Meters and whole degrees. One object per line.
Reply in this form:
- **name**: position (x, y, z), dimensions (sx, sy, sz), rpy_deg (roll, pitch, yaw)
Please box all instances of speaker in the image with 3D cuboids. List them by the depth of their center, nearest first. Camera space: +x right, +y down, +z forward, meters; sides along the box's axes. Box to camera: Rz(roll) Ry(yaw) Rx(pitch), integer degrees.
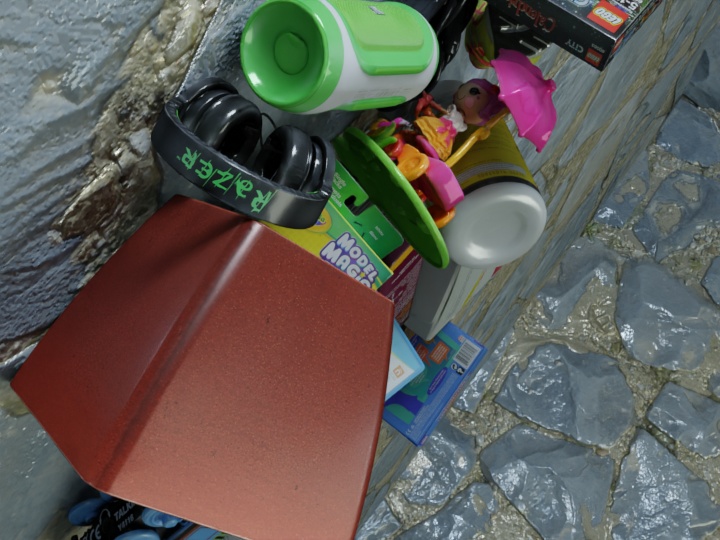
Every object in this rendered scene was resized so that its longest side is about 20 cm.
- **speaker**: position (-0.009, -0.166, 0.699), dimensions (0.199, 0.088, 0.089), rpy_deg (-25, 146, -61)

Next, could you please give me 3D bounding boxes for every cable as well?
- **cable**: position (0.082, -0.238, 0.874), dimensions (0.201, 0.051, 0.163), rpy_deg (-54, 168, -10)

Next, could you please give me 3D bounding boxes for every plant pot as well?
- **plant pot**: position (-0.092, 0.061, 0.633), dimensions (0.199, 0.199, 0.178), rpy_deg (31, 83, -35)

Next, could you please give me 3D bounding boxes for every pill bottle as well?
- **pill bottle**: position (0.113, -0.108, 0.955), dimensions (0.110, 0.202, 0.113), rpy_deg (-9, 139, -8)

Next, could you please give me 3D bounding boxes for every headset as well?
- **headset**: position (-0.080, -0.070, 0.639), dimensions (0.095, 0.122, 0.200), rpy_deg (-59, -177, 18)

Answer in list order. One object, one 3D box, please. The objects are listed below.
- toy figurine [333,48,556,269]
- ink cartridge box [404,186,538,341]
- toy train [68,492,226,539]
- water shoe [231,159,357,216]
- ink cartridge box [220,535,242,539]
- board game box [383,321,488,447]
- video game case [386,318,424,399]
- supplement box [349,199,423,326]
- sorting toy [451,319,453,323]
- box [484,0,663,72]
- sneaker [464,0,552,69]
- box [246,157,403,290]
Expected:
- **toy figurine**: position (0.090, -0.125, 0.836), dimensions (0.183, 0.200, 0.151), rpy_deg (-37, 119, -6)
- **ink cartridge box**: position (0.098, -0.046, 1.136), dimensions (0.200, 0.145, 0.146), rpy_deg (-41, 159, -41)
- **toy train**: position (-0.190, 0.232, 0.856), dimensions (0.200, 0.087, 0.114), rpy_deg (-42, 139, 24)
- **water shoe**: position (-0.079, -0.021, 0.795), dimensions (0.201, 0.079, 0.072), rpy_deg (-53, 163, -7)
- **ink cartridge box**: position (-0.126, 0.291, 0.967), dimensions (0.199, 0.085, 0.146), rpy_deg (-30, -179, 36)
- **board game box**: position (0.041, 0.104, 1.174), dimensions (0.153, 0.199, 0.045), rpy_deg (-54, 165, 1)
- **video game case**: position (-0.054, 0.093, 0.823), dimensions (0.199, 0.144, 0.018), rpy_deg (-37, -163, -12)
- **supplement box**: position (0.000, 0.000, 1.008), dimensions (0.086, 0.110, 0.201), rpy_deg (-45, 161, -28)
- **sorting toy**: position (0.161, -0.026, 1.464), dimensions (0.201, 0.106, 0.180), rpy_deg (-57, 171, 6)
- **box**: position (0.162, -0.270, 0.778), dimensions (0.137, 0.199, 0.038), rpy_deg (-46, 163, -27)
- **sneaker**: position (0.146, -0.238, 0.937), dimensions (0.091, 0.077, 0.201), rpy_deg (-56, -170, 32)
- **box**: position (-0.063, 0.008, 0.756), dimensions (0.200, 0.117, 0.048), rpy_deg (-44, -159, -1)
